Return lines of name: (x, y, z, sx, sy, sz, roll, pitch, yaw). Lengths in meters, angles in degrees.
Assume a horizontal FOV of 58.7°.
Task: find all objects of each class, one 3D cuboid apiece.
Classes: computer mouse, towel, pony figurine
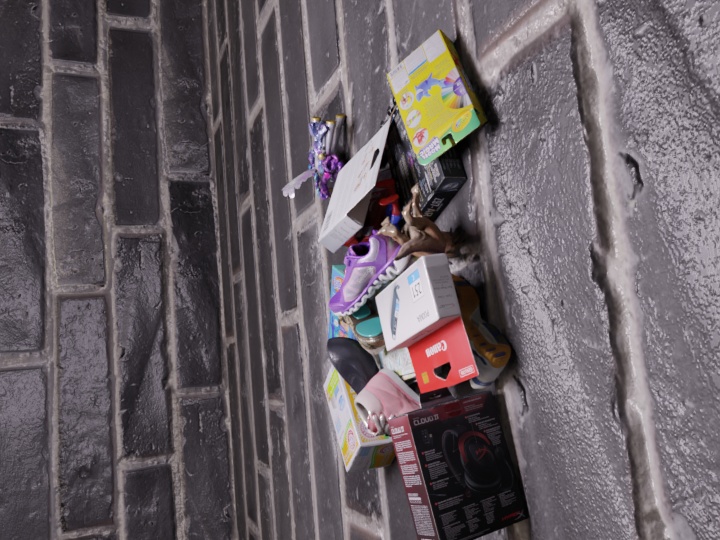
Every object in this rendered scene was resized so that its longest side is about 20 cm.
computer mouse: (0.016, 0.194, 1.181, 0.052, 0.201, 0.139, -36, 11, 19)
towel: (0.080, 0.098, 1.133, 0.171, 0.047, 0.204, 143, 122, -60)
pony figurine: (-0.080, -0.240, 1.447, 0.193, 0.163, 0.204, -63, -22, -67)

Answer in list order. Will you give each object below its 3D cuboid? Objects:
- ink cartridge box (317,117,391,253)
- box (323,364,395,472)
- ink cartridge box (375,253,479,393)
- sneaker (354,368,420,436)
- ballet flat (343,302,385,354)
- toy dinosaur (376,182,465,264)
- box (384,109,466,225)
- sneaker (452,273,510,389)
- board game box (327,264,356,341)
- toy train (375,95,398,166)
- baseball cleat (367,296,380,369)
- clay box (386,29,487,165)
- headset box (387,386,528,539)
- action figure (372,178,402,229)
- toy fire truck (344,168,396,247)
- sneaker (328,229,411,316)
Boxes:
ink cartridge box: (0.004, -0.153, 1.141, 0.173, 0.043, 0.202, -39, 27, 40)
box: (0.004, 0.288, 1.307, 0.113, 0.099, 0.202, 112, 147, -46)
ink cartridge box: (0.093, 0.093, 0.968, 0.200, 0.044, 0.179, 133, 126, -63)
sneaker: (0.072, 0.256, 1.064, 0.199, 0.104, 0.076, 36, 141, 30)
ballet flat: (0.014, 0.107, 1.164, 0.200, 0.067, 0.077, -136, 28, -65)
toy dinosaur: (0.103, -0.046, 0.981, 0.086, 0.135, 0.200, -43, 9, 19)
box: (0.103, -0.195, 1.101, 0.161, 0.043, 0.203, 124, 138, -55)
sneaker: (0.149, 0.089, 0.974, 0.202, 0.074, 0.089, -114, 31, -44)
board game box: (-0.026, 0.104, 1.440, 0.152, 0.044, 0.204, -144, 55, -63)
toy train: (0.054, -0.261, 1.230, 0.201, 0.033, 0.046, 121, 137, -54)
baseball cleat: (0.045, 0.100, 1.251, 0.106, 0.069, 0.204, 26, 126, 62)
clay box: (0.119, -0.260, 0.992, 0.114, 0.047, 0.203, -33, 57, 29)
headset box: (0.133, 0.269, 0.907, 0.075, 0.146, 0.204, -40, 63, 62)
action figure: (0.057, -0.073, 1.149, 0.201, 0.051, 0.066, 71, 180, -51)
toy fire truck: (0.012, -0.115, 1.278, 0.199, 0.111, 0.171, 2, 70, 67)
sneaker: (0.000, 0.000, 1.131, 0.200, 0.088, 0.081, -43, 17, 32)
